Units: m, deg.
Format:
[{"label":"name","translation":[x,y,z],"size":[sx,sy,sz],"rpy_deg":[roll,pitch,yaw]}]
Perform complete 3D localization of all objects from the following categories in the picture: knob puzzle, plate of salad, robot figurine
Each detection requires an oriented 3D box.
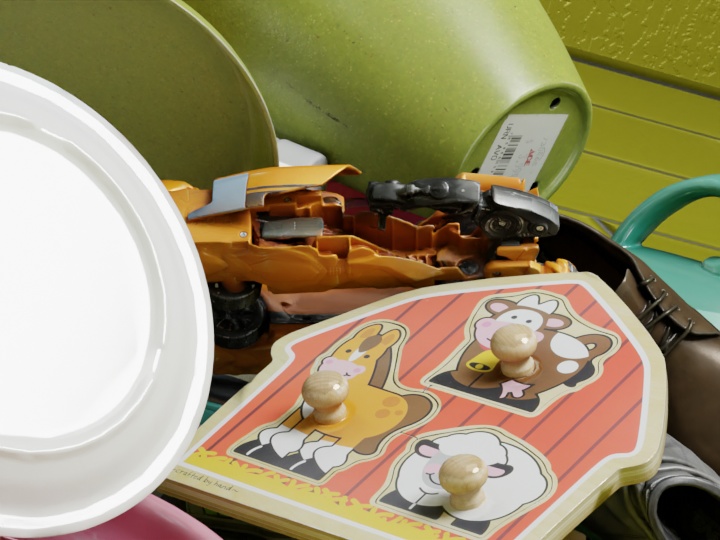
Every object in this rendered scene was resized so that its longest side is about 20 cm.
[{"label":"knob puzzle","translation":[0.040,0.048,1.221],"size":[0.220,0.030,0.220],"rpy_deg":[-8,31,5]},{"label":"plate of salad","translation":[-0.147,0.010,1.127],"size":[0.200,0.200,0.048],"rpy_deg":[9,-26,-34]},{"label":"robot figurine","translation":[0.000,0.000,1.335],"size":[0.200,0.145,0.058],"rpy_deg":[-2,50,-1]}]

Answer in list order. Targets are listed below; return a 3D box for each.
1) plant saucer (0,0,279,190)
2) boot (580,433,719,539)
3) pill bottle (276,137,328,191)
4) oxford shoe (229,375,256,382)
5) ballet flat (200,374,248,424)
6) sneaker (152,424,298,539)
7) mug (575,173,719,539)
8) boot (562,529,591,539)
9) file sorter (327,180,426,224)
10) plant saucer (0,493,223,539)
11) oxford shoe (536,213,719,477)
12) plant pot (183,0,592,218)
[{"label":"plant saucer","translation":[-0.131,-0.073,1.355],"size":[0.200,0.200,0.031],"rpy_deg":[18,43,2]},{"label":"boot","translation":[0.114,0.086,1.270],"size":[0.200,0.070,0.132],"rpy_deg":[30,0,-12]},{"label":"pill bottle","translation":[-0.123,-0.053,1.468],"size":[0.200,0.111,0.111],"rpy_deg":[20,12,11]},{"label":"oxford shoe","translation":[-0.010,0.070,1.432],"size":[0.200,0.074,0.071],"rpy_deg":[16,23,1]},{"label":"ballet flat","translation":[-0.007,0.094,1.365],"size":[0.200,0.073,0.073],"rpy_deg":[19,12,18]},{"label":"sneaker","translation":[-0.046,0.091,1.284],"size":[0.200,0.083,0.071],"rpy_deg":[24,14,32]},{"label":"mug","translation":[0.145,0.051,1.498],"size":[0.114,0.185,0.152],"rpy_deg":[19,-23,25]},{"label":"boot","translation":[0.080,0.147,1.266],"size":[0.074,0.075,0.200],"rpy_deg":[20,-4,33]},{"label":"file sorter","translation":[-0.017,0.007,1.573],"size":[0.125,0.139,0.200],"rpy_deg":[4,18,-42]},{"label":"plant saucer","translation":[-0.141,0.117,1.112],"size":[0.200,0.051,0.201],"rpy_deg":[16,11,-3]},{"label":"oxford shoe","translation":[0.137,0.043,1.370],"size":[0.200,0.073,0.084],"rpy_deg":[37,-9,25]},{"label":"plant pot","translation":[0.019,-0.112,1.496],"size":[0.187,0.187,0.200],"rpy_deg":[2,34,-50]}]
